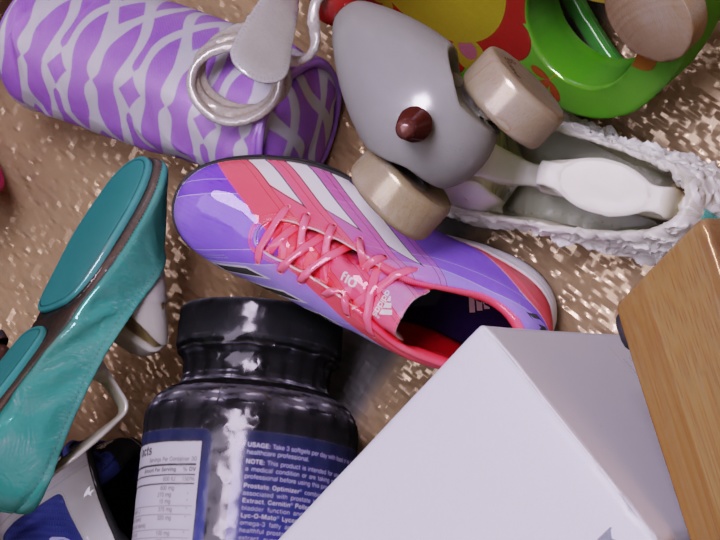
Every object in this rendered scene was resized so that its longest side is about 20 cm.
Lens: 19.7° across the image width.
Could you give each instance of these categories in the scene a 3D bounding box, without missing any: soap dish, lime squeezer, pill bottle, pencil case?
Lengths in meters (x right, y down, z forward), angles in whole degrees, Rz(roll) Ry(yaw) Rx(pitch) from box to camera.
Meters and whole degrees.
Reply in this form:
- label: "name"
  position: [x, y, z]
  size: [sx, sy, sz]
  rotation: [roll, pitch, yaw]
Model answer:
- label: "soap dish"
  position: [0.190, 0.062, 0.859]
  size: [0.081, 0.199, 0.159]
  rotation: [-23, 77, 30]
- label: "lime squeezer"
  position: [0.064, -0.160, 1.041]
  size: [0.199, 0.038, 0.071]
  rotation: [28, 133, 27]
- label: "pill bottle"
  position: [-0.058, 0.120, 1.039]
  size: [0.111, 0.112, 0.202]
  rotation: [-2, 75, 29]
- label: "pencil case"
  position: [-0.101, -0.097, 1.103]
  size: [0.199, 0.086, 0.084]
  rotation: [24, 61, 28]

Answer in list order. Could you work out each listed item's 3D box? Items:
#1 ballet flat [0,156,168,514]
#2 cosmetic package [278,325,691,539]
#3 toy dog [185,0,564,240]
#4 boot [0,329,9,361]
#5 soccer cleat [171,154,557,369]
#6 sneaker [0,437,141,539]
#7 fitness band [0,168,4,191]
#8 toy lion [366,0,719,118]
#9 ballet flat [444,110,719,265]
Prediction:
- label: "ballet flat"
  position: [-0.139, 0.038, 1.047]
  size: [0.067, 0.070, 0.201]
  rotation: [-9, 45, 56]
- label: "cosmetic package"
  position: [0.067, 0.136, 0.925]
  size: [0.200, 0.199, 0.123]
  rotation: [-47, 68, 19]
- label: "toy dog"
  position: [-0.004, -0.104, 0.956]
  size: [0.199, 0.096, 0.133]
  rotation: [30, 97, 20]
- label: "boot"
  position: [-0.172, 0.158, 1.066]
  size: [0.200, 0.064, 0.187]
  rotation: [39, 104, 14]
- label: "soccer cleat"
  position: [0.000, 0.000, 0.999]
  size: [0.198, 0.073, 0.069]
  rotation: [22, 109, 1]
- label: "sneaker"
  position: [-0.174, 0.128, 1.139]
  size: [0.199, 0.080, 0.116]
  rotation: [31, 99, 20]
- label: "fitness band"
  position: [-0.264, -0.120, 1.158]
  size: [0.037, 0.144, 0.201]
  rotation: [-34, 72, 2]
- label: "toy lion"
  position: [0.067, -0.148, 0.974]
  size: [0.200, 0.069, 0.192]
  rotation: [45, 148, 6]
- label: "ballet flat"
  position: [0.089, -0.049, 0.998]
  size: [0.199, 0.072, 0.072]
  rotation: [14, 95, 30]
